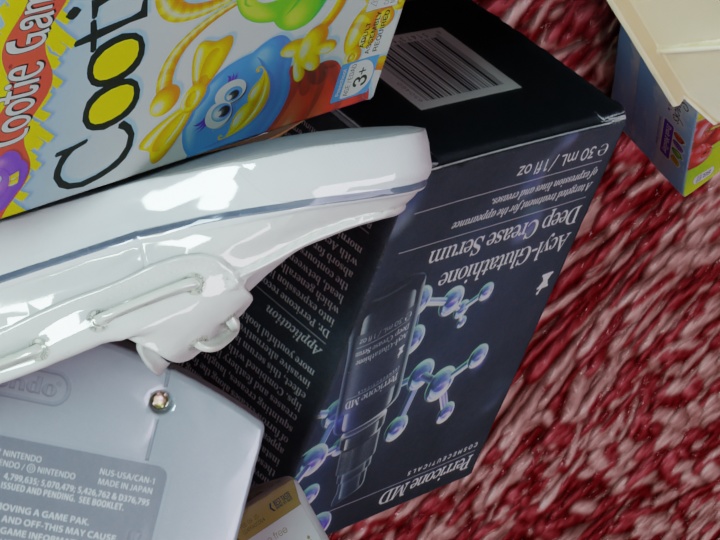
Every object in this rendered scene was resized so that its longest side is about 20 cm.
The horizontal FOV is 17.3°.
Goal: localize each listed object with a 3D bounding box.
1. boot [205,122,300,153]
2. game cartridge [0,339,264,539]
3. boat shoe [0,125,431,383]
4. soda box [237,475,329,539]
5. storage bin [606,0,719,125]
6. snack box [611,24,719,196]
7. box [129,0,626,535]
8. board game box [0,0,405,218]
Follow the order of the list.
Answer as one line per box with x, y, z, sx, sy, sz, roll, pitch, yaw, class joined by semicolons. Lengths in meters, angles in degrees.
-0.073;-0.050;0.888;0.199;0.074;0.076;-35;159;-12;boot
-0.139;0.077;0.828;0.198;0.040;0.134;14;99;-19;game cartridge
-0.069;0.001;0.783;0.198;0.066;0.074;-15;-172;1;boat shoe
-0.083;0.140;0.975;0.068;0.064;0.200;-32;-175;-33;soda box
0.149;-0.185;0.890;0.199;0.093;0.202;46;47;-53;storage bin
0.219;-0.147;1.144;0.199;0.068;0.169;-37;160;-12;snack box
0.000;0.000;1.002;0.148;0.107;0.201;-18;138;-47;box
-0.084;-0.101;0.762;0.199;0.105;0.104;-21;141;-43;board game box
